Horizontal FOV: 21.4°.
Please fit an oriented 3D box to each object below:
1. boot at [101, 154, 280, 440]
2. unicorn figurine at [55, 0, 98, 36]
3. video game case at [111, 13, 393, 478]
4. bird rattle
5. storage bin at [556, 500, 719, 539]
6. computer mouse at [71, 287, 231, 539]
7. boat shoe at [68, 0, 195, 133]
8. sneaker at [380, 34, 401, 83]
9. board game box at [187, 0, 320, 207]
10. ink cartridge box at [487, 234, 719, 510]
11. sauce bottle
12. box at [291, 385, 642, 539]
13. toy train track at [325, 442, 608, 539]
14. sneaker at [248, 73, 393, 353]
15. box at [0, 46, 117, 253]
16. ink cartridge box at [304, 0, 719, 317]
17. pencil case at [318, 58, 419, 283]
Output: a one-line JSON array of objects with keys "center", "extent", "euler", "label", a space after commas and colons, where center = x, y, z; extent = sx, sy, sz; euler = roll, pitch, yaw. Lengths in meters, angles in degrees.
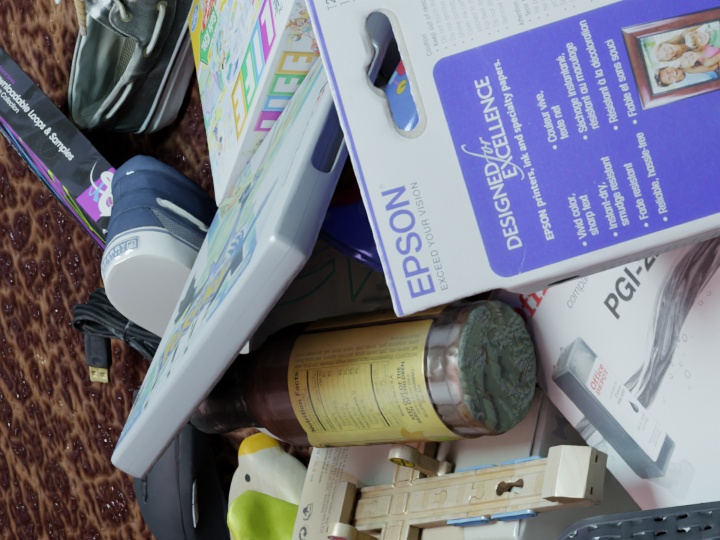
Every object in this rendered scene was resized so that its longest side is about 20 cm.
[{"center": [-0.068, 0.017, 1.101], "extent": [0.072, 0.200, 0.091], "euler": [-29, 38, 22], "label": "boot"}, {"center": [-0.126, -0.234, 1.041], "extent": [0.199, 0.074, 0.139], "euler": [-23, 76, 36], "label": "unicorn figurine"}, {"center": [-0.049, -0.020, 0.910], "extent": [0.022, 0.183, 0.200], "euler": [28, 137, -9], "label": "video game case"}, {"center": [-0.029, 0.189, 1.167], "extent": [0.163, 0.112, 0.201], "euler": [50, 152, 43], "label": "bird rattle"}, {"center": [0.181, 0.167, 0.758], "extent": [0.198, 0.094, 0.136], "euler": [-9, 128, 15], "label": "storage bin"}, {"center": [-0.146, 0.110, 1.262], "extent": [0.140, 0.046, 0.202], "euler": [29, 138, 44], "label": "computer mouse"}, {"center": [-0.130, -0.158, 1.133], "extent": [0.072, 0.070, 0.201], "euler": [43, 135, 32], "label": "boat shoe"}, {"center": [0.036, -0.116, 0.952], "extent": [0.084, 0.072, 0.202], "euler": [-22, 78, 59], "label": "sneaker"}, {"center": [-0.047, -0.146, 1.004], "extent": [0.201, 0.034, 0.136], "euler": [116, 149, -51], "label": "board game box"}, {"center": [0.160, 0.032, 0.839], "extent": [0.200, 0.084, 0.146], "euler": [52, 139, 27], "label": "ink cartridge box"}, {"center": [-0.007, 0.052, 0.919], "extent": [0.199, 0.064, 0.065], "euler": [-7, 100, 45], "label": "sauce bottle"}, {"center": [0.058, 0.120, 0.976], "extent": [0.199, 0.094, 0.079], "euler": [-17, 53, 56], "label": "box"}, {"center": [0.037, 0.103, 0.895], "extent": [0.199, 0.032, 0.116], "euler": [-17, 55, 53], "label": "toy train track"}, {"center": [0.000, 0.000, 0.997], "extent": [0.080, 0.070, 0.202], "euler": [21, 98, 28], "label": "sneaker"}, {"center": [-0.181, -0.059, 1.212], "extent": [0.200, 0.036, 0.143], "euler": [47, 171, 31], "label": "box"}, {"center": [0.082, -0.097, 0.778], "extent": [0.043, 0.198, 0.200], "euler": [75, 180, -78], "label": "ink cartridge box"}, {"center": [0.058, -0.078, 0.858], "extent": [0.086, 0.078, 0.201], "euler": [31, 96, -6], "label": "pencil case"}]
